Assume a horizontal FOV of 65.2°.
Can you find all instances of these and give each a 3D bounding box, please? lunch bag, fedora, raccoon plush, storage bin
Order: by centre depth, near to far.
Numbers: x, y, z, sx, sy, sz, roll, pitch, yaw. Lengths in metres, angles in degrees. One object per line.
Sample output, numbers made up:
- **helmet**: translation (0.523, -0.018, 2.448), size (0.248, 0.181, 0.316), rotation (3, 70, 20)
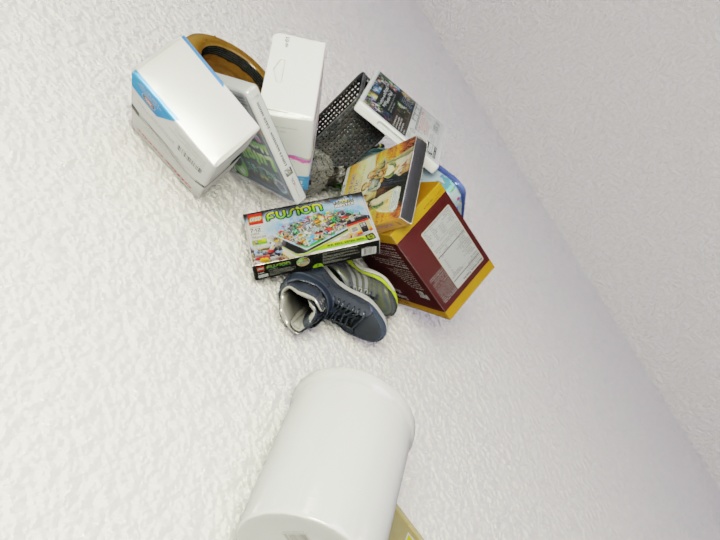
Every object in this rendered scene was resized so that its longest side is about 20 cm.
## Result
- **fedora**: translation (-0.239, -0.324, 1.003), size (0.199, 0.082, 0.203), rotation (30, 39, -28)
- **raccoon plush**: translation (-0.101, -0.215, 1.078), size (0.198, 0.097, 0.136), rotation (3, 54, -48)
- **lunch bag**: translation (0.134, -0.133, 1.119), size (0.160, 0.082, 0.201), rotation (40, -15, 25)
- **storage bin**: translation (-0.034, -0.281, 1.138), size (0.093, 0.199, 0.137), rotation (38, 33, -24)

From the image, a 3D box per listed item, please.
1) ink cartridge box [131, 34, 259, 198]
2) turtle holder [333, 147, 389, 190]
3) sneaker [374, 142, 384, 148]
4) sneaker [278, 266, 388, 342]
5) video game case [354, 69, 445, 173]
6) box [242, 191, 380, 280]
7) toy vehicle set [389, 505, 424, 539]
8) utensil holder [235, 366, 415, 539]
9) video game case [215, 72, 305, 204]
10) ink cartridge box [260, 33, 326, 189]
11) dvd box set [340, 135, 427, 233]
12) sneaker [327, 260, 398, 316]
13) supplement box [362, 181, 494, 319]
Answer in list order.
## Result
- **ink cartridge box**: translation (-0.230, -0.196, 0.762), size (0.084, 0.199, 0.145), rotation (-45, 103, -20)
- **turtle holder**: translation (0.020, -0.192, 1.199), size (0.184, 0.131, 0.143), rotation (-8, 67, -58)
- **sneaker**: translation (-0.011, -0.306, 1.341), size (0.077, 0.075, 0.200), rotation (51, 18, 8)
- **sneaker**: translation (-0.043, 0.072, 0.884), size (0.201, 0.077, 0.147), rotation (38, 21, -10)
- **video game case**: translation (0.080, -0.283, 1.054), size (0.181, 0.023, 0.201), rotation (37, 34, -13)
- **box**: translation (-0.078, -0.056, 0.878), size (0.196, 0.035, 0.111), rotation (-13, 53, -10)
- **toy vehicle set**: translation (0.061, 0.414, 0.760), size (0.201, 0.026, 0.124), rotation (54, 30, -4)
- **utensil holder**: translation (-0.034, 0.245, 0.653), size (0.170, 0.169, 0.201), rotation (46, 33, -15)
- **video game case**: translation (-0.175, -0.199, 0.822), size (0.199, 0.023, 0.183), rotation (29, -27, 41)
- **ink cartridge box**: translation (-0.108, -0.243, 0.892), size (0.083, 0.201, 0.147), rotation (7, 68, -4)
- **dvd box set**: translation (0.027, -0.132, 0.956), size (0.029, 0.198, 0.149), rotation (23, 71, -31)
- **sneaker**: translation (-0.016, 0.029, 1.001), size (0.199, 0.074, 0.082), rotation (35, 41, -18)
- **supplement box**: translation (0.101, -0.041, 1.043), size (0.133, 0.196, 0.201), rotation (-45, 114, -16)
